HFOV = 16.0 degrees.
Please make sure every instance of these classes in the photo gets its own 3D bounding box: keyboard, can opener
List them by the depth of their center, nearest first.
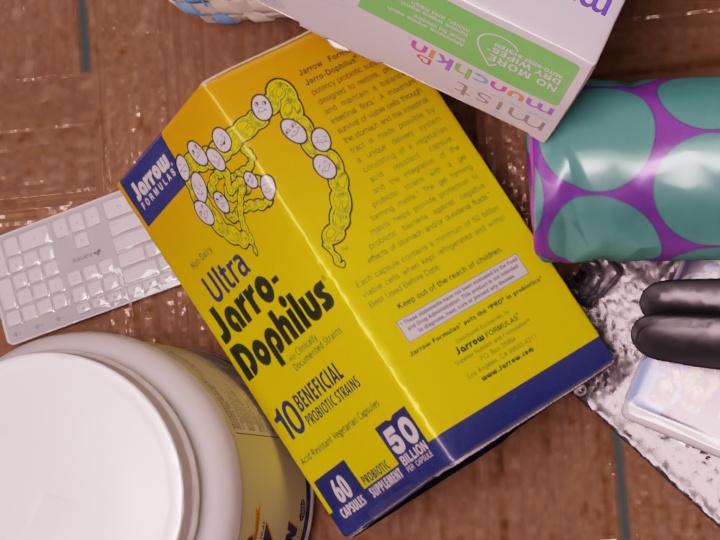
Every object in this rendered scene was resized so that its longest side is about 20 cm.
[{"bbox_3d":[0.218,0.024,1.109,0.200,0.063,0.079,3,113,21],"label":"can opener"},{"bbox_3d":[-0.091,-0.021,1.264,0.200,0.011,0.056,-20,81,10],"label":"keyboard"}]

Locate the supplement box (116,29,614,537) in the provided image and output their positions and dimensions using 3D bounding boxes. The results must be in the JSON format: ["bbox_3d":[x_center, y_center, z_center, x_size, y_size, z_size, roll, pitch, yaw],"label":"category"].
[{"bbox_3d":[0.000,0.000,1.163,0.109,0.109,0.200,-29,82,-35],"label":"supplement box"}]

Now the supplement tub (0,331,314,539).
[{"bbox_3d":[-0.110,0.103,1.160,0.145,0.200,0.145,-1,85,13],"label":"supplement tub"}]

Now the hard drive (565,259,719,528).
[{"bbox_3d":[0.190,0.048,1.181,0.200,0.038,0.140,42,95,13],"label":"hard drive"}]

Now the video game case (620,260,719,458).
[{"bbox_3d":[0.242,0.019,1.143,0.200,0.023,0.182,23,90,12],"label":"video game case"}]

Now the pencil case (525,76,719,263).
[{"bbox_3d":[0.171,-0.049,1.107,0.200,0.092,0.085,-2,121,15],"label":"pencil case"}]

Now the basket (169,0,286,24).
[{"bbox_3d":[-0.008,-0.206,1.188,0.200,0.139,0.177,-11,74,25],"label":"basket"}]

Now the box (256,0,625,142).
[{"bbox_3d":[0.032,-0.181,1.076,0.200,0.097,0.177,27,70,0],"label":"box"}]
